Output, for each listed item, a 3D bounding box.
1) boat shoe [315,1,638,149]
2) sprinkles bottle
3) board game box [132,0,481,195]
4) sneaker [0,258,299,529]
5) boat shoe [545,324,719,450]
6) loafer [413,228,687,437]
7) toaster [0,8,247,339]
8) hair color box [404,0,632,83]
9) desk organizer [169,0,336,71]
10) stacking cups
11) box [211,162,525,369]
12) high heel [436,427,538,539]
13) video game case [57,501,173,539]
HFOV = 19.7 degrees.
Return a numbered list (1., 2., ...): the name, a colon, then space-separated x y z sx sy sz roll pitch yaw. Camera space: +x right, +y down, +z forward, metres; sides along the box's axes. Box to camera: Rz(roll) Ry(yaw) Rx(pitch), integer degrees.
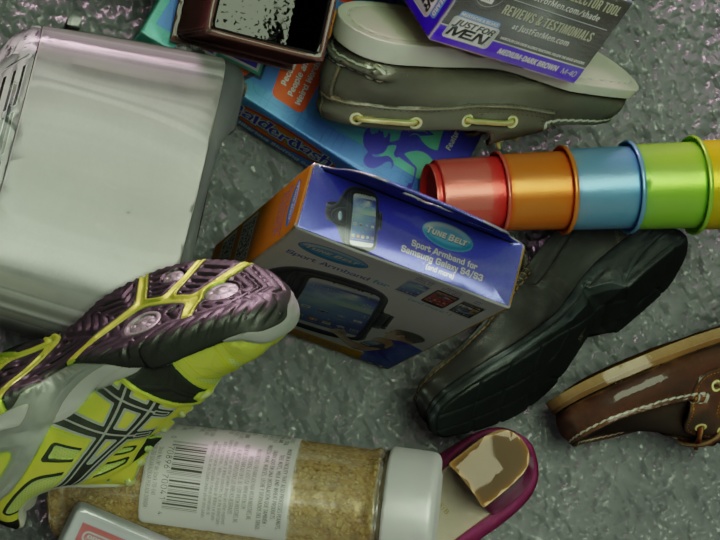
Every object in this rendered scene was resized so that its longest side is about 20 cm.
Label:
1. boat shoe: 0.065 -0.103 1.153 0.201 0.072 0.060 5 119 -33
2. sprinkles bottle: -0.059 0.116 1.071 0.199 0.068 0.069 7 76 4
3. board game box: -0.012 -0.137 1.187 0.200 0.045 0.153 31 71 -11
4. sneaker: -0.115 0.059 1.013 0.199 0.075 0.077 -24 114 15
5. boat shoe: 0.204 0.068 1.209 0.199 0.070 0.071 -19 82 -22
6. loafer: 0.098 0.023 1.189 0.200 0.073 0.072 -34 64 -30
7. toaster: -0.146 -0.033 1.084 0.129 0.114 0.201 15 80 -12
8. hair color box: 0.054 -0.197 1.145 0.109 0.065 0.200 12 34 -37
9. desk organizer: -0.038 -0.212 1.100 0.071 0.077 0.201 13 91 -17
10. stacking cups: 0.133 -0.043 1.169 0.199 0.061 0.061 -4 80 -11
11. box: 0.000 0.000 1.080 0.119 0.200 0.042 20 73 -14
12. high heel: 0.012 0.152 1.146 0.200 0.096 0.067 -39 79 -3
13. video game case: -0.121 0.235 1.050 0.143 0.017 0.201 25 93 -14
